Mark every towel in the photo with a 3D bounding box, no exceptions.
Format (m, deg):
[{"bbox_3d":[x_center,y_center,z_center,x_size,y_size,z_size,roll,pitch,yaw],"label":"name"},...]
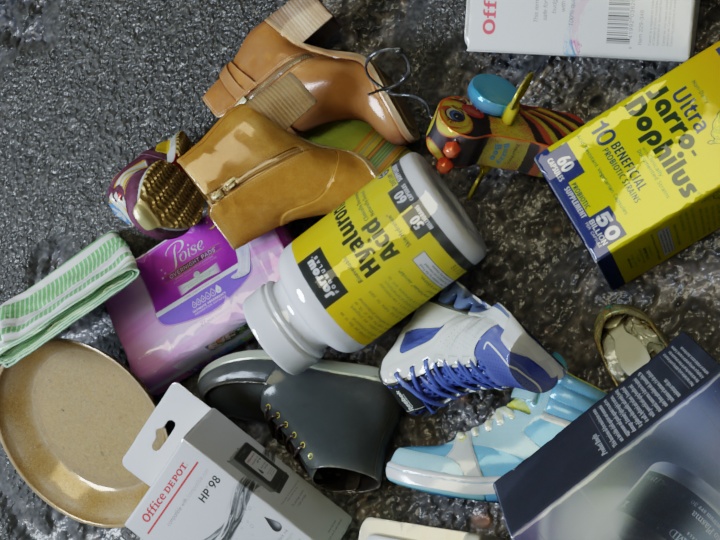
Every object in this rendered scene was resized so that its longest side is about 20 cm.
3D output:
[{"bbox_3d":[-0.025,-0.125,1.199,0.086,0.018,0.200,-46,66,-2],"label":"towel"},{"bbox_3d":[-0.282,0.022,1.160,0.152,0.200,0.023,-35,107,-6],"label":"towel"}]

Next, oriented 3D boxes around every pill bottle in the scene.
[{"bbox_3d":[0.000,0.000,1.050,0.199,0.111,0.112,-37,68,11],"label":"pill bottle"}]

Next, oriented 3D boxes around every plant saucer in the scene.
[{"bbox_3d":[-0.256,0.148,1.159,0.198,0.035,0.202,10,115,21],"label":"plant saucer"}]

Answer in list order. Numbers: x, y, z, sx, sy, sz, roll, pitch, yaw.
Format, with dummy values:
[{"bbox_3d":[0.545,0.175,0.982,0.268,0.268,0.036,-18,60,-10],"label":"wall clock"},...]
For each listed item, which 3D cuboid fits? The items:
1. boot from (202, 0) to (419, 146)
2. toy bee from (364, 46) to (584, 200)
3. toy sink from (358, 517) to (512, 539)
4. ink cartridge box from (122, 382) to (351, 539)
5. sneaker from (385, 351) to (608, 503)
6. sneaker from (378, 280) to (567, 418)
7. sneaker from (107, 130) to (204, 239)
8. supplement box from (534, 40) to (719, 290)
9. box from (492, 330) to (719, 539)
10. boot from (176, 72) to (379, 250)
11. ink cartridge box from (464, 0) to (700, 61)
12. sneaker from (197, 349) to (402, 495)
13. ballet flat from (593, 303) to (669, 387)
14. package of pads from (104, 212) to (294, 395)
[{"bbox_3d":[-0.049,-0.153,1.176,0.155,0.074,0.200,-43,68,9],"label":"boot"},{"bbox_3d":[0.100,-0.114,1.073,0.198,0.132,0.109,1,42,7],"label":"toy bee"},{"bbox_3d":[0.055,0.269,0.970,0.111,0.200,0.132,5,79,20],"label":"toy sink"},{"bbox_3d":[-0.122,0.207,1.067,0.199,0.067,0.116,37,115,3],"label":"ink cartridge box"},{"bbox_3d":[0.123,0.133,1.048,0.198,0.080,0.132,3,79,10],"label":"sneaker"},{"bbox_3d":[0.084,0.081,1.031,0.115,0.080,0.199,-50,25,-4],"label":"sneaker"},{"bbox_3d":[-0.201,-0.065,1.166,0.090,0.200,0.075,-31,105,14],"label":"sneaker"},{"bbox_3d":[0.265,-0.089,1.035,0.199,0.109,0.109,-32,68,9],"label":"supplement box"},{"bbox_3d":[0.240,0.194,0.926,0.198,0.123,0.200,-40,98,7],"label":"box"},{"bbox_3d":[-0.058,-0.063,1.110,0.144,0.071,0.201,-42,98,-4],"label":"boot"},{"bbox_3d":[0.201,-0.264,1.086,0.198,0.086,0.149,7,102,18],"label":"ink cartridge box"},{"bbox_3d":[-0.065,0.136,1.096,0.198,0.075,0.107,1,52,19],"label":"sneaker"},{"bbox_3d":[0.253,0.113,1.012,0.070,0.071,0.201,-32,69,9],"label":"ballet flat"},{"bbox_3d":[-0.148,0.018,1.172,0.199,0.076,0.121,-31,70,10],"label":"package of pads"}]
